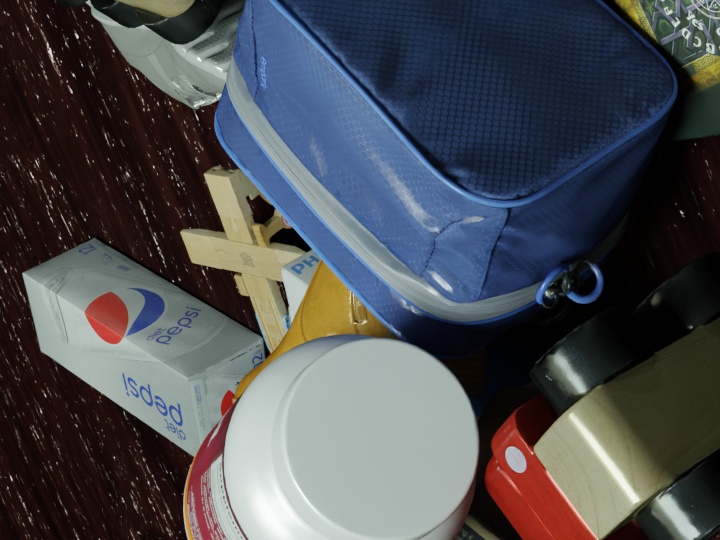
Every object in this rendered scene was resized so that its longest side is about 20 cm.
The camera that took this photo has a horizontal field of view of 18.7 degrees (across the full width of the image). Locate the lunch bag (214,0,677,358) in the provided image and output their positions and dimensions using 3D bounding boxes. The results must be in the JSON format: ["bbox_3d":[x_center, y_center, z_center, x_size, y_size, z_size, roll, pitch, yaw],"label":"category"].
[{"bbox_3d":[0.038,-0.062,0.968,0.200,0.135,0.133,49,149,21],"label":"lunch bag"}]

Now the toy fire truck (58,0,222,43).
[{"bbox_3d":[-0.126,-0.247,1.159,0.128,0.201,0.176,30,175,-40],"label":"toy fire truck"}]

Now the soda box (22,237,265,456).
[{"bbox_3d":[-0.143,0.049,1.463,0.200,0.063,0.069,29,136,43],"label":"soda box"}]

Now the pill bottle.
[{"bbox_3d":[-0.012,0.093,0.986,0.113,0.113,0.200,58,161,6],"label":"pill bottle"}]

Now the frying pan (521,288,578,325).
[{"bbox_3d":[0.048,-0.053,1.126,0.191,0.031,0.115,59,150,0],"label":"frying pan"}]

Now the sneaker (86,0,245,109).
[{"bbox_3d":[-0.078,-0.127,1.233,0.200,0.075,0.082,31,154,50],"label":"sneaker"}]

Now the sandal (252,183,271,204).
[{"bbox_3d":[-0.012,-0.125,1.104,0.080,0.054,0.201,37,117,55],"label":"sandal"}]

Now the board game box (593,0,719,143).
[{"bbox_3d":[0.137,-0.123,0.927,0.200,0.028,0.136,-3,111,58],"label":"board game box"}]

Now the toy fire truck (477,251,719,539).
[{"bbox_3d":[0.113,0.072,0.956,0.129,0.175,0.200,53,141,14],"label":"toy fire truck"}]

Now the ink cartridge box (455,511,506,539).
[{"bbox_3d":[0.054,0.183,1.167,0.164,0.075,0.200,39,170,24],"label":"ink cartridge box"}]

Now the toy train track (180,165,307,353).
[{"bbox_3d":[-0.045,0.021,1.327,0.114,0.032,0.201,12,130,45],"label":"toy train track"}]

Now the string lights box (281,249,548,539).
[{"bbox_3d":[0.043,0.067,1.192,0.200,0.059,0.103,34,143,40],"label":"string lights box"}]

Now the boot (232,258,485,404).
[{"bbox_3d":[0.000,0.000,1.125,0.201,0.070,0.145,-15,75,52],"label":"boot"}]
